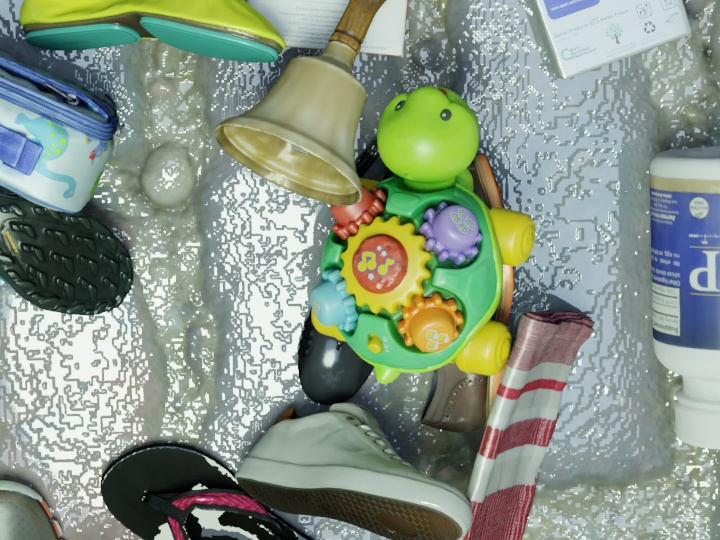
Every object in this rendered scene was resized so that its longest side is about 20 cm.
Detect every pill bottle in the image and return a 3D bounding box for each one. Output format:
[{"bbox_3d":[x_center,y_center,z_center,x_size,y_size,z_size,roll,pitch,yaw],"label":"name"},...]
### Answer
[{"bbox_3d":[0.262,0.017,1.405,0.119,0.120,0.200,-3,98,-3],"label":"pill bottle"}]

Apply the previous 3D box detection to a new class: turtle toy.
[{"bbox_3d":[0.035,-0.023,1.350,0.145,0.101,0.200,12,89,24],"label":"turtle toy"}]

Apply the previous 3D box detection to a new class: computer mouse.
[{"bbox_3d":[0.000,0.000,1.432,0.058,0.034,0.200,14,96,-4],"label":"computer mouse"}]

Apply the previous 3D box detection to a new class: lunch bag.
[{"bbox_3d":[-0.258,-0.109,1.339,0.200,0.161,0.083,23,96,-5],"label":"lunch bag"}]

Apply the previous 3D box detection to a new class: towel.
[{"bbox_3d":[0.107,0.124,1.401,0.023,0.144,0.200,20,97,19],"label":"towel"}]

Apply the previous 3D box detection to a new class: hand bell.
[{"bbox_3d":[-0.006,-0.153,1.321,0.104,0.104,0.200,27,76,-6],"label":"hand bell"}]

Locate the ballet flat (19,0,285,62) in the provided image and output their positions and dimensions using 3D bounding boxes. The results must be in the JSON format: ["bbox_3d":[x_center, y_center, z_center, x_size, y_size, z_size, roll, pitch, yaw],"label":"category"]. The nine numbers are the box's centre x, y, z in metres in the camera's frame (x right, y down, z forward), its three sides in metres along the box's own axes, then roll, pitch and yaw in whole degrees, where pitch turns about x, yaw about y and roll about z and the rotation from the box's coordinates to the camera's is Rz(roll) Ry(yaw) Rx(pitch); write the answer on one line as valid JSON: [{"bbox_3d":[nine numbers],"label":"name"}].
[{"bbox_3d":[-0.140,-0.180,1.360,0.200,0.067,0.067,5,79,24],"label":"ballet flat"}]

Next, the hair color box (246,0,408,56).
[{"bbox_3d":[-0.018,-0.251,1.383,0.111,0.064,0.200,5,99,-3],"label":"hair color box"}]

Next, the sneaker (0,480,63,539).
[{"bbox_3d":[-0.243,0.249,1.426,0.077,0.082,0.200,-5,98,-3],"label":"sneaker"}]

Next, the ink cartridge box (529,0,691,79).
[{"bbox_3d":[0.152,-0.242,1.406,0.099,0.039,0.200,-19,100,0],"label":"ink cartridge box"}]

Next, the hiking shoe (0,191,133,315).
[{"bbox_3d":[-0.249,-0.029,1.395,0.200,0.087,0.075,22,96,-29],"label":"hiking shoe"}]

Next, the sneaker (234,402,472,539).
[{"bbox_3d":[0.003,0.128,1.379,0.073,0.200,0.085,51,60,-39],"label":"sneaker"}]

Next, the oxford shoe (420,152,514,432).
[{"bbox_3d":[0.070,0.018,1.420,0.073,0.071,0.200,-1,98,1],"label":"oxford shoe"}]

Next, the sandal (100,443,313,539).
[{"bbox_3d":[-0.092,0.189,1.445,0.200,0.045,0.075,32,96,-7],"label":"sandal"}]
